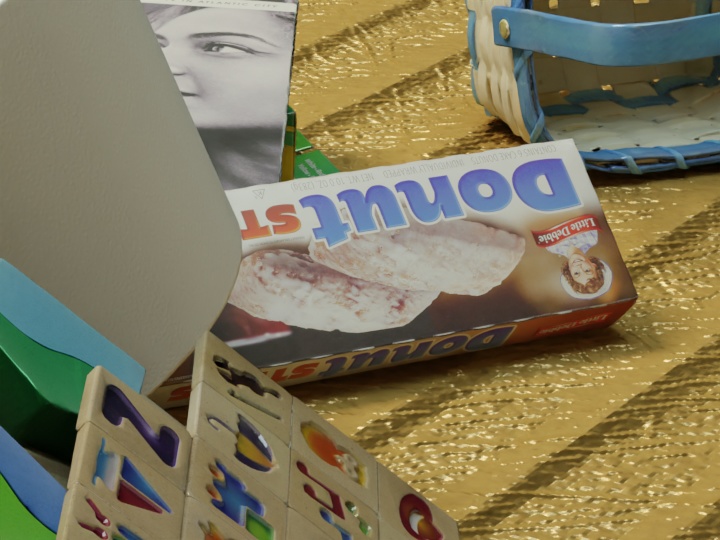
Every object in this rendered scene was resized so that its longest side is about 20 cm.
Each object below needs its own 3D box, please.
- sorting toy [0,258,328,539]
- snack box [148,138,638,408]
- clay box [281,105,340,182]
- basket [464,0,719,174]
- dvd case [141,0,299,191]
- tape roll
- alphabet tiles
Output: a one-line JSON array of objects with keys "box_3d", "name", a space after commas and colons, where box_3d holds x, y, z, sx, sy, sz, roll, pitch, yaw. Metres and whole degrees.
[{"box_3d": [-0.063, 0.070, 0.778, 0.200, 0.036, 0.185, 44, 18, -14], "name": "sorting toy"}, {"box_3d": [0.000, 0.000, 1.082, 0.200, 0.024, 0.072, -10, 65, -26], "name": "snack box"}, {"box_3d": [-0.113, -0.058, 1.233, 0.200, 0.048, 0.115, -8, 25, -20], "name": "clay box"}, {"box_3d": [0.135, -0.111, 1.260, 0.176, 0.139, 0.200, -8, 15, -26], "name": "basket"}, {"box_3d": [-0.102, -0.071, 1.187, 0.148, 0.016, 0.200, 3, 26, 0], "name": "dvd case"}, {"box_3d": [-0.154, -0.030, 0.957, 0.202, 0.139, 0.203, -18, 29, 10], "name": "tape roll"}, {"box_3d": [-0.009, 0.090, 0.792, 0.167, 0.008, 0.200, 38, 19, -16], "name": "alphabet tiles"}]
